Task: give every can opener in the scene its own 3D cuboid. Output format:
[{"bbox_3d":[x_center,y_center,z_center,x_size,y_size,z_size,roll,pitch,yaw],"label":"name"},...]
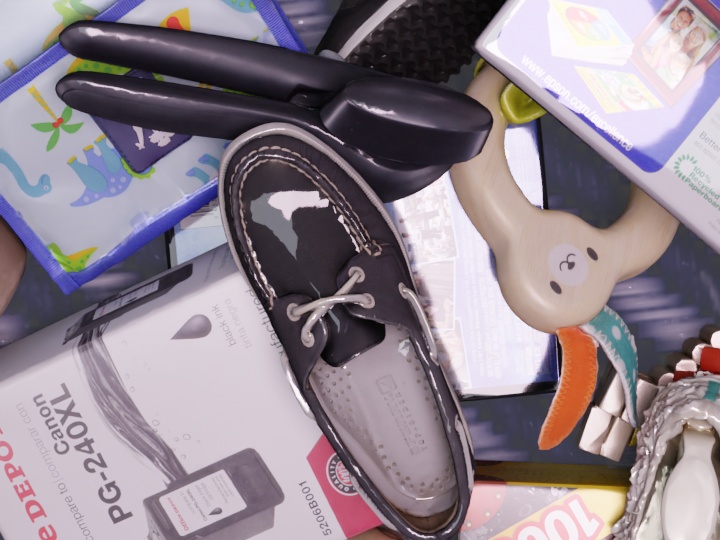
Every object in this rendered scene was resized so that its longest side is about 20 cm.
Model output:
[{"bbox_3d":[-0.040,-0.081,0.890,0.198,0.079,0.064,12,51,-11],"label":"can opener"}]

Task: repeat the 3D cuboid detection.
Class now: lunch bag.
[{"bbox_3d":[-0.129,-0.115,0.949,0.169,0.127,0.201,-33,92,6],"label":"lunch bag"}]

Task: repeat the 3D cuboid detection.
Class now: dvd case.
[{"bbox_3d":[0.000,0.000,1.001,0.198,0.018,0.144,-5,93,2],"label":"dvd case"}]

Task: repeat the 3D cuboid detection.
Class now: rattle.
[{"bbox_3d":[0.120,-0.033,0.908,0.129,0.142,0.202,21,58,-31],"label":"rattle"}]

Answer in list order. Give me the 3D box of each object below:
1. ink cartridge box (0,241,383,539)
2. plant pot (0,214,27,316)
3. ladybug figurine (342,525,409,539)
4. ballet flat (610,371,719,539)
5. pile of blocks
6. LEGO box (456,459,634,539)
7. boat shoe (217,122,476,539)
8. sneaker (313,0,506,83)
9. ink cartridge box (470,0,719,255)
[{"bbox_3d":[-0.084,0.080,0.956,0.199,0.083,0.146,-25,104,7],"label":"ink cartridge box"},{"bbox_3d":[-0.263,-0.015,0.943,0.174,0.200,0.201,39,94,-18],"label":"plant pot"},{"bbox_3d":[-0.005,0.193,0.932,0.072,0.200,0.136,37,83,-22],"label":"ladybug figurine"},{"bbox_3d":[0.140,0.147,0.900,0.071,0.072,0.202,8,93,2],"label":"ballet flat"},{"bbox_3d":[0.201,0.050,0.971,0.199,0.062,0.083,-30,91,4],"label":"pile of blocks"},{"bbox_3d":[0.144,0.177,0.972,0.198,0.077,0.151,2,92,3],"label":"LEGO box"},{"bbox_3d":[-0.004,0.031,0.865,0.073,0.060,0.201,-22,107,4],"label":"boat shoe"},{"bbox_3d":[0.041,-0.170,0.977,0.200,0.070,0.090,-46,53,17],"label":"sneaker"},{"bbox_3d":[0.184,-0.115,0.857,0.197,0.047,0.200,39,95,-6],"label":"ink cartridge box"}]
